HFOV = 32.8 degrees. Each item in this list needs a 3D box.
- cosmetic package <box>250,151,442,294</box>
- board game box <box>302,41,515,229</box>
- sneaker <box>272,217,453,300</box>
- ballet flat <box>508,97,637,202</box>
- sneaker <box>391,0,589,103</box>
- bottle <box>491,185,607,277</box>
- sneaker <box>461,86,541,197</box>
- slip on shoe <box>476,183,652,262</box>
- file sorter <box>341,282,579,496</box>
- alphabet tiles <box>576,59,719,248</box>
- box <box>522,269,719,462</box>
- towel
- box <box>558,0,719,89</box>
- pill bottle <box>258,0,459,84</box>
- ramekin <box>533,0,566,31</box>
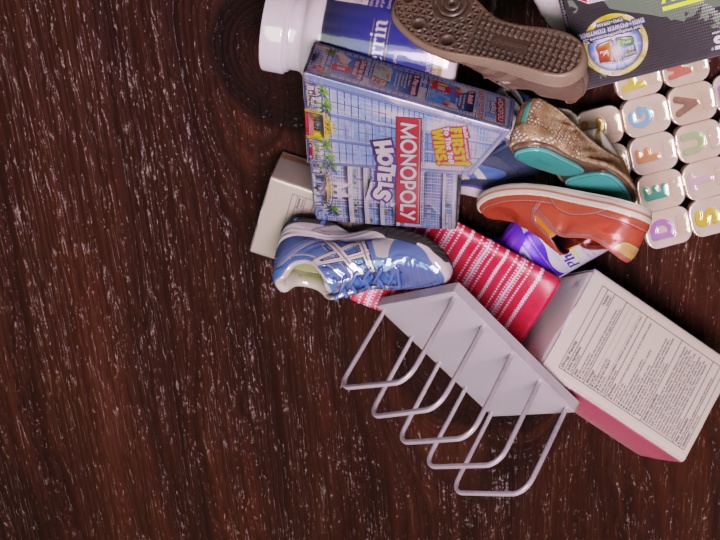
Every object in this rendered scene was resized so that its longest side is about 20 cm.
[{"bbox_3d":[-0.013,-0.048,1.374,0.199,0.071,0.106,19,122,-2],"label":"cosmetic package"},{"bbox_3d":[0.049,-0.118,1.211,0.199,0.062,0.201,5,131,8],"label":"board game box"},{"bbox_3d":[0.000,0.000,1.282,0.199,0.077,0.076,5,141,23],"label":"sneaker"},{"bbox_3d":[0.215,-0.116,1.197,0.070,0.066,0.200,-4,162,37],"label":"ballet flat"},{"bbox_3d":[0.118,-0.202,1.145,0.199,0.071,0.076,27,165,23],"label":"sneaker"},{"bbox_3d":[0.204,-0.031,1.352,0.199,0.065,0.084,-31,112,23],"label":"bottle"},{"bbox_3d":[0.106,-0.148,1.273,0.199,0.081,0.147,10,141,-7],"label":"sneaker"},{"bbox_3d":[0.198,-0.049,1.238,0.199,0.074,0.062,13,86,40],"label":"slip on shoe"},{"bbox_3d":[0.099,0.130,1.290,0.200,0.125,0.138,44,151,-21],"label":"file sorter"},{"bbox_3d":[0.326,-0.128,1.266,0.194,0.015,0.201,-14,102,2],"label":"alphabet tiles"},{"bbox_3d":[0.287,0.107,1.366,0.199,0.109,0.128,33,79,-10],"label":"box"},{"bbox_3d":[0.101,0.020,1.340,0.199,0.023,0.145,27,119,-7],"label":"towel"},{"bbox_3d":[0.277,-0.266,1.104,0.199,0.044,0.161,-12,117,15],"label":"box"},{"bbox_3d":[0.003,-0.235,1.239,0.199,0.116,0.116,9,121,4],"label":"pill bottle"},{"bbox_3d":[0.250,-0.303,1.170,0.199,0.098,0.202,4,121,7],"label":"ramekin"}]
